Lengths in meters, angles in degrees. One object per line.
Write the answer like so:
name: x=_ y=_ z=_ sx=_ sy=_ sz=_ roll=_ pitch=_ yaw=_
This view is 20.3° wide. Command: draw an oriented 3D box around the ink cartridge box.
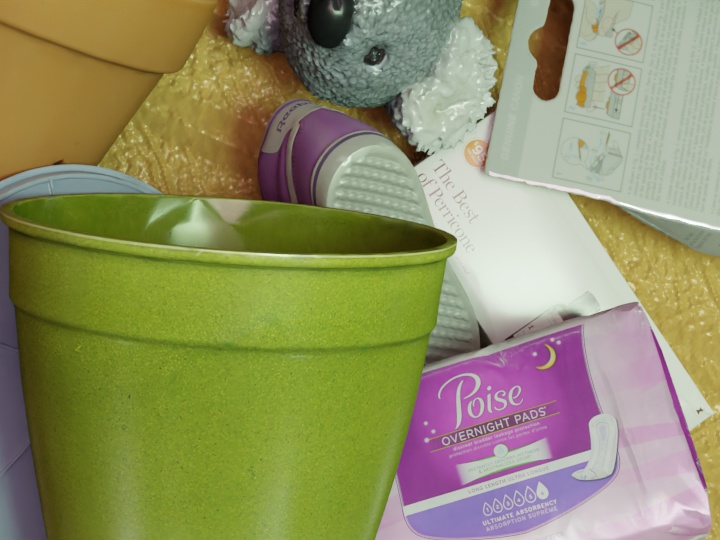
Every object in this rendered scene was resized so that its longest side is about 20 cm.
ink cartridge box: x=0.174 y=-0.096 z=1.085 sx=0.198 sy=0.047 sz=0.161 roll=13 pitch=74 yaw=-2

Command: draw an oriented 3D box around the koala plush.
koala plush: x=0.019 y=-0.166 z=1.009 sx=0.176 sy=0.184 sz=0.201 roll=26 pitch=123 yaw=10

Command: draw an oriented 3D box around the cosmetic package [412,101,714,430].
cosmetic package: x=0.099 y=0.016 z=1.079 sx=0.082 sy=0.051 sz=0.201 roll=-35 pitch=92 yaw=-8

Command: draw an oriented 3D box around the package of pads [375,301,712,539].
package of pads: x=0.062 y=0.100 z=0.986 sx=0.199 sy=0.076 sz=0.121 roll=-17 pitch=73 yaw=1

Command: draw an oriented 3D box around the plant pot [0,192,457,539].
plant pot: x=-0.065 y=0.074 z=0.888 sx=0.199 sy=0.200 sz=0.195 roll=4 pitch=97 yaw=-7

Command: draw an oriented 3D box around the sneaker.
sneaker: x=0.001 y=0.000 z=1.061 sx=0.072 sy=0.114 sz=0.202 roll=-25 pitch=123 yaw=-21

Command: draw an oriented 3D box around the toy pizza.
toy pizza: x=-0.136 y=0.051 z=0.957 sx=0.199 sy=0.032 sz=0.202 roll=3 pitch=85 yaw=-39

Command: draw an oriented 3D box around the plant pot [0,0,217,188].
plant pot: x=-0.186 y=-0.112 z=0.989 sx=0.199 sy=0.200 sz=0.141 roll=23 pitch=101 yaw=-6
